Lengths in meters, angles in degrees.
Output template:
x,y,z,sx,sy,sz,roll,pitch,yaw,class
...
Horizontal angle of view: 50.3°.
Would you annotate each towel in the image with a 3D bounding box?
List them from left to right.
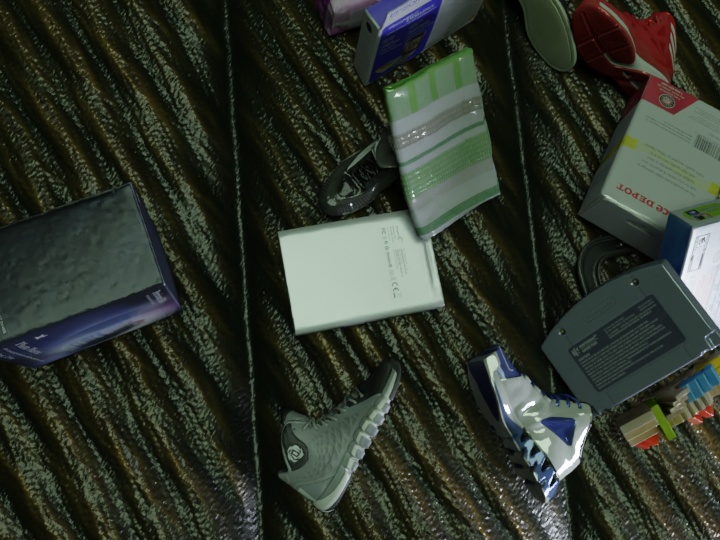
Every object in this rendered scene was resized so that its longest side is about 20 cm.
x,y,z,sx,sy,sz,roll,pitch,yaw,class
0.108,-0.157,0.961,0.148,0.030,0.203,-32,123,-26,towel

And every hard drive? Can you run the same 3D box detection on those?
x,y,z,sx,sy,sz,roll,pitch,yaw,class
0.000,0.000,0.991,0.196,0.027,0.135,-10,82,-10,hard drive

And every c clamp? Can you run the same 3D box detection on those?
x,y,z,sx,sy,sz,roll,pitch,yaw,class
0.375,0.030,1.043,0.196,0.027,0.174,-18,78,-9,c clamp

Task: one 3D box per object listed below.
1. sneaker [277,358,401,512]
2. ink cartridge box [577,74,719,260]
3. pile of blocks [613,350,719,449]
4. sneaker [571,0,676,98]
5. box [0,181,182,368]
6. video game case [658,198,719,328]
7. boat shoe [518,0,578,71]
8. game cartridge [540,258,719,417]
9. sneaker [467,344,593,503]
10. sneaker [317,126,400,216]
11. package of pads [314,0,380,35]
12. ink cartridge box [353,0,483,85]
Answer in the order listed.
x,y,z,sx,sy,sz,roll,pitch,yaw,class
-0.037,0.178,0.932,0.114,0.075,0.202,29,79,0,sneaker
0.401,-0.134,1.032,0.143,0.084,0.202,29,73,1,ink cartridge box
0.421,0.177,0.992,0.198,0.082,0.063,-30,85,-12,pile of blocks
0.370,-0.330,1.065,0.199,0.078,0.117,38,63,-32,sneaker
-0.315,0.014,0.854,0.195,0.200,0.125,-22,83,-11,box
0.453,0.003,0.971,0.178,0.046,0.203,-14,126,-19,video game case
0.258,-0.379,1.069,0.066,0.074,0.201,-35,94,-30,boat shoe
0.326,0.081,0.951,0.134,0.200,0.041,53,36,6,game cartridge
0.224,0.176,0.972,0.114,0.080,0.202,-28,92,-15,sneaker
0.029,-0.142,0.986,0.198,0.091,0.067,-33,85,-12,sneaker
0.028,-0.410,1.040,0.197,0.076,0.123,-20,81,-11,package of pads
0.087,-0.337,0.972,0.196,0.200,0.044,-33,86,-12,ink cartridge box
